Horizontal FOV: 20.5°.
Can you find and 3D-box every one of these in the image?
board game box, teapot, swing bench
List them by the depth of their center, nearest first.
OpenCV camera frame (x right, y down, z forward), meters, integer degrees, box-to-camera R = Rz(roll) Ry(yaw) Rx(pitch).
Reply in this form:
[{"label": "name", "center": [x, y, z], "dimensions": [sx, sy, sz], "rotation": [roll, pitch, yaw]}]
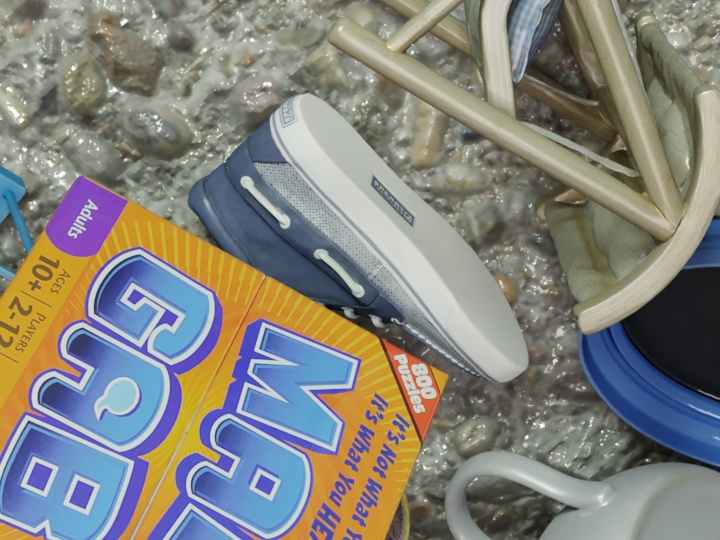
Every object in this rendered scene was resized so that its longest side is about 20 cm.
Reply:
[{"label": "board game box", "center": [-0.110, 0.123, 0.931], "dimensions": [0.200, 0.200, 0.200], "rotation": [29, 140, -4]}, {"label": "swing bench", "center": [0.093, -0.103, 0.988], "dimensions": [0.130, 0.199, 0.200], "rotation": [-39, 105, 10]}, {"label": "teapot", "center": [0.152, 0.207, 1.120], "dimensions": [0.197, 0.201, 0.146], "rotation": [13, 153, -37]}]

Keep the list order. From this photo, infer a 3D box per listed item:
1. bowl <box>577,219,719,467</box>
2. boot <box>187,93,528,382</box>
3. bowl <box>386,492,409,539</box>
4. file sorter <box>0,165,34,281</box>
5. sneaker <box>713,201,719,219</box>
[{"label": "bowl", "center": [0.218, 0.044, 1.066], "dimensions": [0.200, 0.039, 0.201], "rotation": [13, 146, 9]}, {"label": "boot", "center": [0.000, 0.000, 1.095], "dimensions": [0.090, 0.073, 0.200], "rotation": [-36, 104, 24]}, {"label": "bowl", "center": [-0.055, 0.076, 1.080], "dimensions": [0.200, 0.094, 0.201], "rotation": [13, 139, 12]}, {"label": "file sorter", "center": [-0.280, 0.022, 1.036], "dimensions": [0.139, 0.123, 0.200], "rotation": [33, 106, -35]}, {"label": "sneaker", "center": [0.233, -0.019, 1.073], "dimensions": [0.200, 0.079, 0.074], "rotation": [-6, 108, 18]}]
